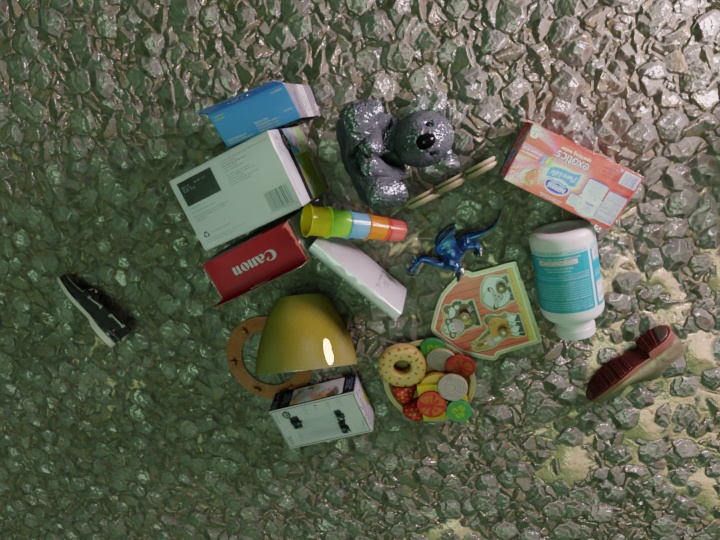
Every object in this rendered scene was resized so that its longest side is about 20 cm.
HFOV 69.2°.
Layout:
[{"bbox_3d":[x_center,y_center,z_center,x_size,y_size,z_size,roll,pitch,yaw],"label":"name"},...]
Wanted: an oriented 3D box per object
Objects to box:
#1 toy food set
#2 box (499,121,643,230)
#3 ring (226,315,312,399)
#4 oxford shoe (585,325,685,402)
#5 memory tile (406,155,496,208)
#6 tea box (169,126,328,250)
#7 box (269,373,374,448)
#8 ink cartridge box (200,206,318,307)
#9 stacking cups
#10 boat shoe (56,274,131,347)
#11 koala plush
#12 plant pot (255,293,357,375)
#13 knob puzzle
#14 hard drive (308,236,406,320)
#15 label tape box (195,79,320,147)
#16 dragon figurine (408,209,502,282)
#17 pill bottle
[{"bbox_3d":[0.142,0.229,1.072,0.196,0.049,0.202,-10,107,14],"label":"toy food set"},{"bbox_3d":[0.349,-0.162,0.884,0.199,0.095,0.103,25,111,1],"label":"box"},{"bbox_3d":[-0.201,0.195,1.141,0.199,0.019,0.202,3,109,9],"label":"ring"},{"bbox_3d":[0.522,0.195,0.987,0.075,0.071,0.200,41,111,-11],"label":"oxford shoe"},{"bbox_3d":[0.153,-0.144,0.870,0.152,0.200,0.017,-27,94,16],"label":"memory tile"},{"bbox_3d":[-0.187,-0.152,0.928,0.199,0.197,0.134,-22,103,16],"label":"tea box"},{"bbox_3d":[-0.080,0.305,1.124,0.199,0.060,0.117,-17,114,15],"label":"box"},{"bbox_3d":[-0.185,-0.029,0.980,0.199,0.176,0.084,-25,103,16],"label":"ink cartridge box"},{"bbox_3d":[-0.006,-0.082,0.944,0.198,0.061,0.061,4,112,-25],"label":"stacking cups"},{"bbox_3d":[-0.587,0.078,1.148,0.060,0.074,0.200,-41,79,-21],"label":"boat shoe"},{"bbox_3d":[0.071,-0.219,0.900,0.199,0.184,0.179,-21,104,-6],"label":"koala plush"},{"bbox_3d":[-0.112,0.123,1.027,0.198,0.200,0.143,-8,81,13],"label":"plant pot"},{"bbox_3d":[0.234,0.093,1.024,0.218,0.030,0.222,3,109,9],"label":"knob puzzle"},{"bbox_3d":[0.000,0.000,0.980,0.200,0.132,0.027,40,110,-5],"label":"hard drive"},{"bbox_3d":[-0.165,-0.264,0.885,0.143,0.200,0.064,-17,104,15],"label":"label tape box"},{"bbox_3d":[0.172,-0.049,0.972,0.099,0.059,0.200,36,112,-4],"label":"dragon figurine"},{"bbox_3d":[0.371,0.019,0.932,0.110,0.111,0.202,-11,106,13],"label":"pill bottle"}]
